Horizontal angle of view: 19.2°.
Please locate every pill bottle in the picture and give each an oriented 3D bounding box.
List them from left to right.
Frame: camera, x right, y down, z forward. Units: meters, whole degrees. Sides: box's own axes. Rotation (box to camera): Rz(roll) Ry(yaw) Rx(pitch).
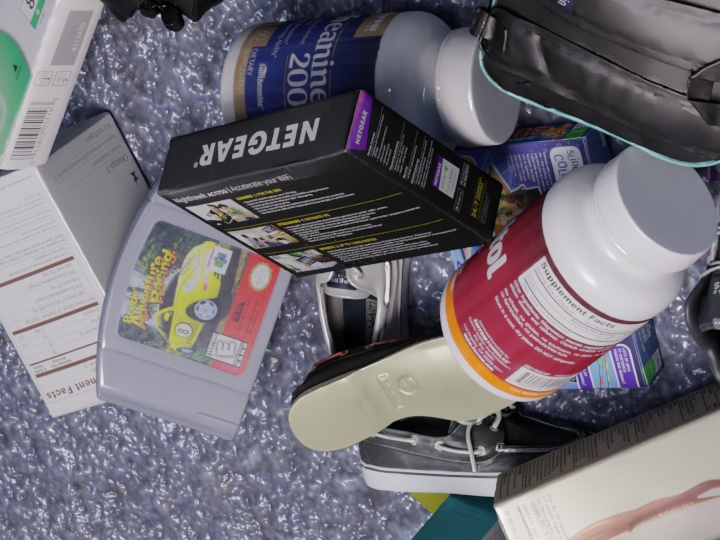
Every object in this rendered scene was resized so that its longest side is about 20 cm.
[{"bbox_3d":[0.009,-0.127,1.519,0.199,0.111,0.112,-1,115,30],"label":"pill bottle"},{"bbox_3d":[0.149,0.000,1.444,0.113,0.113,0.200,47,136,0],"label":"pill bottle"}]

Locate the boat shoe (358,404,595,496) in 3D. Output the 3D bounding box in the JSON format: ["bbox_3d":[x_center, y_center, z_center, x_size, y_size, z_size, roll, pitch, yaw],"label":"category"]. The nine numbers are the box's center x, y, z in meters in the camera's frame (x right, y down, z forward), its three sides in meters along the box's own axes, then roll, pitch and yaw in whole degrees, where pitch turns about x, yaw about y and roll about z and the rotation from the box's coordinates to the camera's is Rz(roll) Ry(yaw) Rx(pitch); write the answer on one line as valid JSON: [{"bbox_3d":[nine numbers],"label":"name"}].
[{"bbox_3d":[0.090,0.127,1.631,0.198,0.074,0.069,-1,113,27],"label":"boat shoe"}]

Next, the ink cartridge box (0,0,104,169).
[{"bbox_3d":[-0.277,-0.201,1.622,0.200,0.050,0.162,50,130,33],"label":"ink cartridge box"}]

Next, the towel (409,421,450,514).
[{"bbox_3d":[0.107,0.189,1.695,0.200,0.018,0.086,42,122,5],"label":"towel"}]

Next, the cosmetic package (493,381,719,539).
[{"bbox_3d":[0.202,0.156,1.511,0.199,0.103,0.088,-24,94,9],"label":"cosmetic package"}]

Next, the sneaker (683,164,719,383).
[{"bbox_3d":[0.258,-0.007,1.422,0.077,0.140,0.201,0,116,30],"label":"sneaker"}]

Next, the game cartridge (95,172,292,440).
[{"bbox_3d":[-0.128,0.019,1.641,0.132,0.041,0.201,18,94,-9],"label":"game cartridge"}]

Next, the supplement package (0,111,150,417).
[{"bbox_3d":[-0.225,-0.004,1.716,0.117,0.117,0.201,-18,106,33],"label":"supplement package"}]

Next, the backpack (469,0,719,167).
[{"bbox_3d":[0.194,-0.171,1.363,0.199,0.153,0.177,32,129,24],"label":"backpack"}]

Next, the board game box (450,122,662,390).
[{"bbox_3d":[0.134,-0.007,1.559,0.134,0.034,0.201,-3,114,31],"label":"board game box"}]

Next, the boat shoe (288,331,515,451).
[{"bbox_3d":[0.043,0.078,1.591,0.200,0.063,0.074,-17,113,17],"label":"boat shoe"}]

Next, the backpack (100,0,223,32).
[{"bbox_3d":[-0.174,-0.283,1.533,0.199,0.126,0.168,24,113,18],"label":"backpack"}]

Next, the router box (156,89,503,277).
[{"bbox_3d":[-0.023,-0.056,1.486,0.199,0.051,0.149,-9,149,44],"label":"router box"}]

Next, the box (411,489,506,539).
[{"bbox_3d":[0.067,0.228,1.601,0.049,0.200,0.083,16,117,20],"label":"box"}]

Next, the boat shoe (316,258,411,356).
[{"bbox_3d":[0.000,0.000,1.621,0.073,0.065,0.201,5,117,28],"label":"boat shoe"}]
